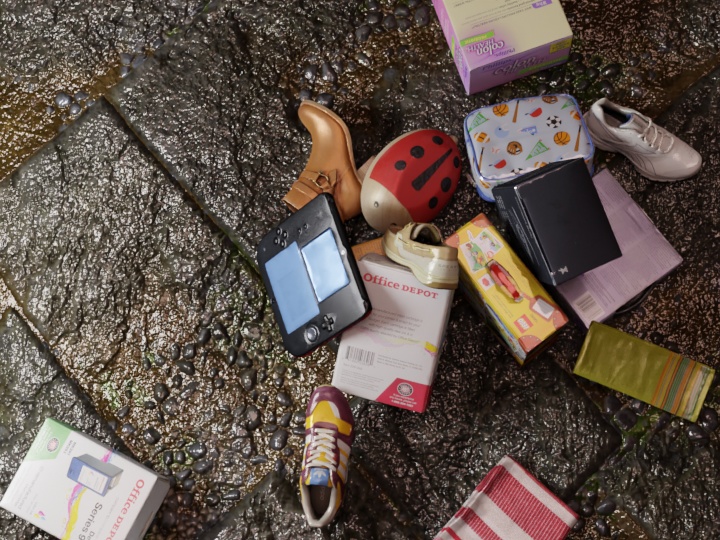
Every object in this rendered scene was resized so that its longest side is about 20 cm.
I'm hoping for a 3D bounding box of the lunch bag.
[{"bbox_3d":[0.258,-0.187,1.609,0.198,0.076,0.162,-13,59,2],"label":"lunch bag"}]

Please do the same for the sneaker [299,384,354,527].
[{"bbox_3d":[-0.049,0.269,1.492,0.074,0.090,0.202,0,96,7],"label":"sneaker"}]

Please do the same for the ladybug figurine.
[{"bbox_3d":[0.087,-0.142,1.609,0.136,0.072,0.200,44,75,-12],"label":"ladybug figurine"}]

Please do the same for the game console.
[{"bbox_3d":[-0.074,0.010,1.527,0.176,0.031,0.202,-35,67,40],"label":"game console"}]

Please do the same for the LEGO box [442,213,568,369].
[{"bbox_3d":[0.210,0.033,1.530,0.077,0.149,0.201,-35,75,-5],"label":"LEGO box"}]

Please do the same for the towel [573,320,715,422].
[{"bbox_3d":[0.420,0.148,1.527,0.198,0.018,0.087,22,83,-2],"label":"towel"}]

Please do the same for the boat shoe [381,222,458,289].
[{"bbox_3d":[0.090,-0.035,1.478,0.073,0.200,0.067,3,109,-26],"label":"boat shoe"}]

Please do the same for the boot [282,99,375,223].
[{"bbox_3d":[-0.069,-0.162,1.642,0.155,0.074,0.200,-42,79,-11],"label":"boot"}]

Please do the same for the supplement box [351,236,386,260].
[{"bbox_3d":[0.000,0.000,1.601,0.198,0.067,0.069,-20,74,0],"label":"supplement box"}]

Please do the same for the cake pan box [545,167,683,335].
[{"bbox_3d":[0.364,-0.027,1.586,0.184,0.052,0.201,-37,75,-3],"label":"cake pan box"}]

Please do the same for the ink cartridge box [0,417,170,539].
[{"bbox_3d":[-0.406,0.330,1.537,0.199,0.088,0.146,26,78,9],"label":"ink cartridge box"}]

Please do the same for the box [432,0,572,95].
[{"bbox_3d":[0.224,-0.416,1.677,0.174,0.097,0.202,-19,73,-1],"label":"box"}]

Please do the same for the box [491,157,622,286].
[{"bbox_3d":[0.271,-0.070,1.457,0.103,0.200,0.149,-23,95,-1],"label":"box"}]

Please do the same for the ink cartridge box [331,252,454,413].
[{"bbox_3d":[0.051,0.090,1.525,0.146,0.086,0.202,15,101,9],"label":"ink cartridge box"}]

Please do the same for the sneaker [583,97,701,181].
[{"bbox_3d":[0.437,-0.202,1.607,0.199,0.087,0.075,25,76,10],"label":"sneaker"}]

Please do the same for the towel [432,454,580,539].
[{"bbox_3d":[0.204,0.388,1.503,0.144,0.023,0.200,40,82,13],"label":"towel"}]
